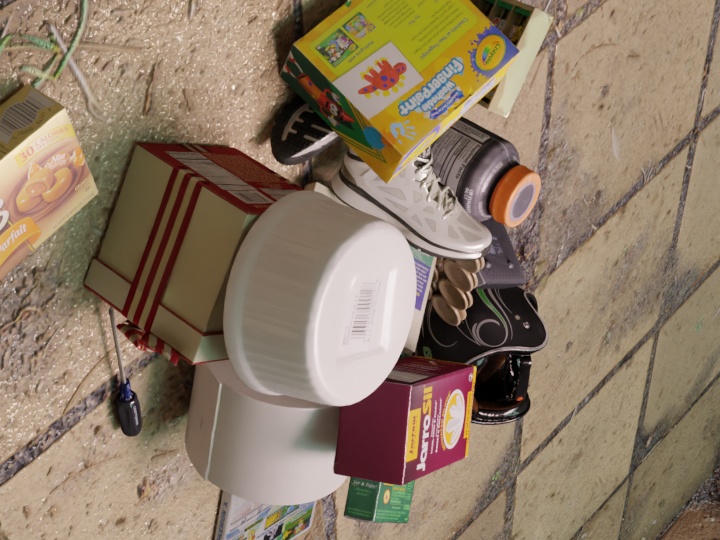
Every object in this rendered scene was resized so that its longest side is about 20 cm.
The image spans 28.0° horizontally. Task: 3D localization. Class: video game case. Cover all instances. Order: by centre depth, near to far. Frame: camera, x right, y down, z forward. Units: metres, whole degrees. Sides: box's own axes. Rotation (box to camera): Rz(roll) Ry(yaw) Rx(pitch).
[{"bbox_3d":[-0.123,0.318,1.954,0.199,0.022,0.184,-26,138,-47],"label":"video game case"}]

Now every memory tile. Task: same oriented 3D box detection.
[{"bbox_3d":[0.086,-0.019,1.787,0.017,0.153,0.200,-40,163,-23],"label":"memory tile"}]

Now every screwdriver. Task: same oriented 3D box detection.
[{"bbox_3d":[-0.250,0.107,1.537,0.029,0.028,0.201,-11,136,-17],"label":"screwdriver"}]

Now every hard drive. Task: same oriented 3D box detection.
[{"bbox_3d":[0.136,-0.067,1.846,0.042,0.201,0.135,-29,165,28],"label":"hard drive"}]

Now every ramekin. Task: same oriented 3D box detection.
[{"bbox_3d":[-0.031,0.032,1.374,0.200,0.097,0.202,-29,127,-48],"label":"ramekin"}]

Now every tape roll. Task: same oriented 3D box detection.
[{"bbox_3d":[-0.095,0.151,1.650,0.202,0.202,0.140,-26,138,-45],"label":"tape roll"}]

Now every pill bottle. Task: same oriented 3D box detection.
[{"bbox_3d":[0.117,-0.126,1.723,0.106,0.199,0.107,-38,146,-32],"label":"pill bottle"}]

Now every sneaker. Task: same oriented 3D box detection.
[{"bbox_3d":[-0.021,-0.171,1.595,0.200,0.073,0.080,-42,150,-27],"label":"sneaker"},{"bbox_3d":[0.074,-0.094,1.629,0.116,0.199,0.076,-61,-176,36],"label":"sneaker"}]

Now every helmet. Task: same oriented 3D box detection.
[{"bbox_3d":[0.169,0.102,2.039,0.198,0.191,0.201,-8,130,-10],"label":"helmet"}]

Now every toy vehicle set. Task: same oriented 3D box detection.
[{"bbox_3d":[0.158,-0.259,1.699,0.026,0.200,0.125,21,100,-18],"label":"toy vehicle set"}]

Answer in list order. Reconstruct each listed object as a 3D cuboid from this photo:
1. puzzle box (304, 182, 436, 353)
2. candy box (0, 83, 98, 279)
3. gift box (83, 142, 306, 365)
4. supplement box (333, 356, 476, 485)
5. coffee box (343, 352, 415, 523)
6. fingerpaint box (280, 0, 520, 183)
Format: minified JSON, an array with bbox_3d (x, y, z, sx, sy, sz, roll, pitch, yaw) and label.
[{"bbox_3d":[0.000,0.000,1.679,0.199,0.025,0.134,29,65,-33],"label":"puzzle box"},{"bbox_3d":[-0.326,-0.052,1.239,0.200,0.055,0.116,-45,149,-23],"label":"candy box"},{"bbox_3d":[-0.145,-0.003,1.435,0.184,0.199,0.188,0,119,-52],"label":"gift box"},{"bbox_3d":[0.052,0.163,1.596,0.200,0.085,0.112,-6,102,-65],"label":"supplement box"},{"bbox_3d":[0.036,0.201,1.731,0.123,0.044,0.202,23,76,-66],"label":"coffee box"},{"bbox_3d":[0.043,-0.220,1.542,0.200,0.167,0.073,-43,175,-27],"label":"fingerpaint box"}]
